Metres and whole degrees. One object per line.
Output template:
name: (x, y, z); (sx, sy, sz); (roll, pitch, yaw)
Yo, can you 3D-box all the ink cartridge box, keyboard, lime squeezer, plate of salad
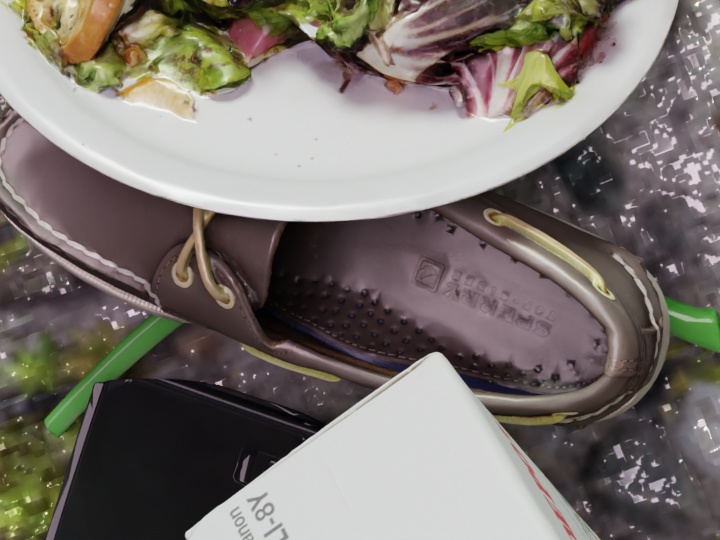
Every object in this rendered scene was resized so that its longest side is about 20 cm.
ink cartridge box: (0.059, 0.135, 0.726); (0.083, 0.200, 0.145); (-38, 40, 5)
keyboard: (-0.045, 0.137, 0.848); (0.127, 0.021, 0.200); (18, 95, 17)
lime squeezer: (0.000, 0.000, 0.857); (0.200, 0.038, 0.071); (-8, 117, 8)
plate of salad: (-0.012, -0.095, 0.807); (0.200, 0.048, 0.200); (0, 49, 0)

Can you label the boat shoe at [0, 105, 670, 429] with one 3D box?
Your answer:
boat shoe: (-0.015, -0.007, 0.802); (0.200, 0.060, 0.072); (20, 95, 10)
